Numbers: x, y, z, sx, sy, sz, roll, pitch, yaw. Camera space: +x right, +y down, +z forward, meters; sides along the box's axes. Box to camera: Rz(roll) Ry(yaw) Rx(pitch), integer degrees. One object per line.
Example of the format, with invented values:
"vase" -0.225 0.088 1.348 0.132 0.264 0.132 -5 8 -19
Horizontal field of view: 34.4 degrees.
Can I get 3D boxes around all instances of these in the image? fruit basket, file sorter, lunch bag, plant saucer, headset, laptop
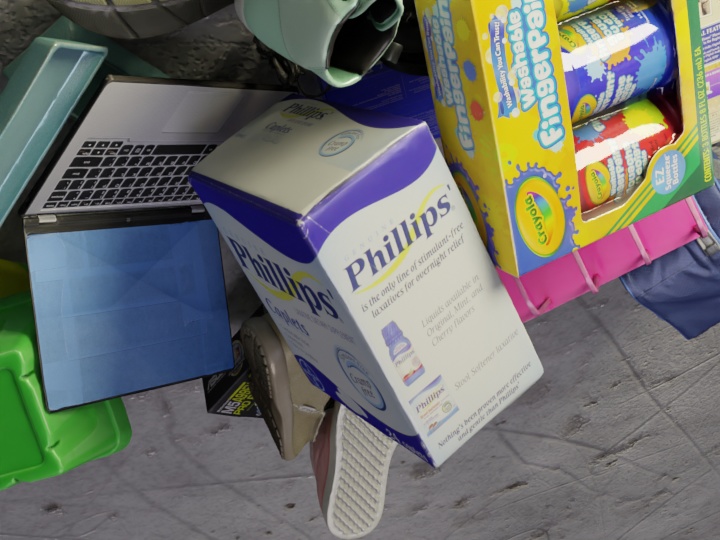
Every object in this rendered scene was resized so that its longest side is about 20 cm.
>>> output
"fruit basket" -0.280 0.081 0.872 0.213 0.158 0.216 -16 -168 3
"file sorter" 0.162 -0.047 0.938 0.198 0.140 0.125 -27 178 14
"lunch bag" 0.313 -0.035 1.071 0.132 0.137 0.199 -33 146 23
"plant saucer" -0.226 -0.059 0.714 0.201 0.019 0.070 -53 175 14
"headset" 0.023 -0.189 0.782 0.199 0.094 0.124 -35 135 -2
"laptop" -0.128 -0.021 0.813 0.186 0.116 0.200 -9 147 -53
"plant saucer" -0.157 -0.113 0.840 0.070 0.019 0.199 -34 143 22

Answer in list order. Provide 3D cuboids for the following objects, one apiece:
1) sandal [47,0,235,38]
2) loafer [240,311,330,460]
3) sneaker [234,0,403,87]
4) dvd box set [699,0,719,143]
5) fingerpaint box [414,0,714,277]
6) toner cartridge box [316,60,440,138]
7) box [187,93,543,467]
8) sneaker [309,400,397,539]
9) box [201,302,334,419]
"sandal" -0.104 -0.198 0.712 0.199 0.058 0.080 -20 145 -25
"loafer" -0.051 0.093 0.950 0.068 0.076 0.201 -24 154 -13
"sneaker" 0.004 -0.204 0.656 0.073 0.118 0.202 -3 125 -42
"dvd box set" 0.198 -0.172 0.800 0.145 0.029 0.202 -22 115 -13
"fingerpaint box" 0.129 -0.123 0.721 0.165 0.073 0.202 -22 116 -21
"toner cartridge box" 0.069 -0.150 0.871 0.197 0.044 0.095 -18 148 1
"box" 0.000 0.000 0.775 0.105 0.183 0.201 -37 118 -17
"sneaker" -0.001 0.128 1.039 0.074 0.105 0.203 8 113 -16
"box" -0.027 0.070 1.035 0.159 0.045 0.200 11 140 -32
